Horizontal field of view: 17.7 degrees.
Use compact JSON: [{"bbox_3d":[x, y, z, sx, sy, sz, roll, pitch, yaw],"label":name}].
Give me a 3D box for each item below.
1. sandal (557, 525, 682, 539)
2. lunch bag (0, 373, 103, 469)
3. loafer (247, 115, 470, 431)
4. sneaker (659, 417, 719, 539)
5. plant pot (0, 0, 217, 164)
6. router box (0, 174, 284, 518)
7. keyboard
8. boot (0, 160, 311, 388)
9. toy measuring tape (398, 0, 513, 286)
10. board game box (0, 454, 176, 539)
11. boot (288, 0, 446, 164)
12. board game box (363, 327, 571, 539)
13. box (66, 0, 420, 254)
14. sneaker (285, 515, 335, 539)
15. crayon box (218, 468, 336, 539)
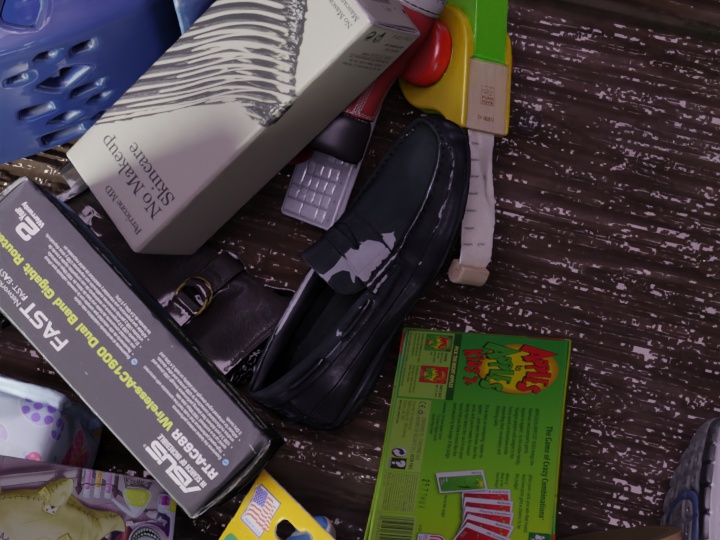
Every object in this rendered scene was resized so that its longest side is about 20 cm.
[{"bbox_3d":[0.085,0.198,1.295,0.210,0.078,0.070,-10,93,-18],"label":"sandal"},{"bbox_3d":[-0.274,0.129,1.345,0.199,0.127,0.171,17,81,15],"label":"lunch bag"},{"bbox_3d":[0.000,0.000,1.341,0.068,0.070,0.201,41,107,50],"label":"loafer"},{"bbox_3d":[0.224,0.184,1.324,0.086,0.075,0.201,-2,80,-13],"label":"sneaker"},{"bbox_3d":[-0.173,-0.193,1.372,0.179,0.200,0.201,-12,76,-4],"label":"plant pot"},{"bbox_3d":[-0.131,0.044,1.280,0.062,0.150,0.200,-43,87,-1],"label":"router box"},{"bbox_3d":[0.000,-0.124,1.397,0.056,0.011,0.201,21,92,47],"label":"keyboard"},{"bbox_3d":[-0.151,0.031,1.382,0.200,0.069,0.174,-40,77,-6],"label":"boot"},{"bbox_3d":[0.054,-0.089,1.391,0.073,0.074,0.201,2,82,6],"label":"toy measuring tape"},{"bbox_3d":[-0.195,0.161,1.254,0.199,0.032,0.121,12,80,-33],"label":"board game box"},{"bbox_3d":[-0.047,-0.148,1.396,0.200,0.072,0.145,39,106,42],"label":"boot"},{"bbox_3d":[0.062,0.112,1.293,0.101,0.048,0.200,4,35,6],"label":"board game box"},{"bbox_3d":[-0.068,-0.101,1.317,0.200,0.068,0.082,-44,73,19],"label":"box"},{"bbox_3d":[0.027,0.215,1.322,0.199,0.076,0.077,31,81,6],"label":"sneaker"},{"bbox_3d":[-0.059,0.225,1.233,0.201,0.051,0.126,-58,40,5],"label":"crayon box"}]
